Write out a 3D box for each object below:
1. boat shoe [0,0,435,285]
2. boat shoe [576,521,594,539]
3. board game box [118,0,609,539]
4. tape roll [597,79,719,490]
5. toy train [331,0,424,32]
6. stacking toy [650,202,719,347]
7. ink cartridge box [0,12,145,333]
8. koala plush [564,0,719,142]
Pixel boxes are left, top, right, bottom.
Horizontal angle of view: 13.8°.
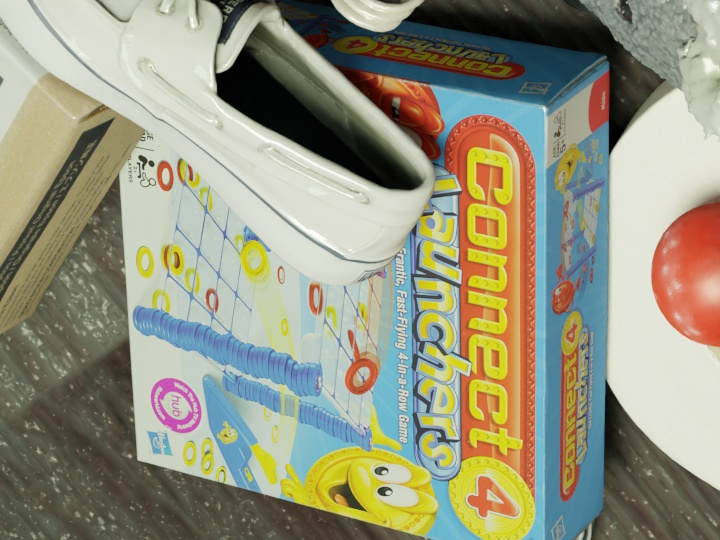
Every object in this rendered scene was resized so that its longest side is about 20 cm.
[{"bbox_3d":[-0.053,-0.082,1.099,0.200,0.074,0.065,38,137,-2],"label":"boat shoe"},{"bbox_3d":[0.034,0.167,1.268,0.073,0.067,0.201,26,121,7],"label":"boat shoe"},{"bbox_3d":[0.000,0.000,1.185,0.195,0.056,0.201,12,118,28],"label":"board game box"},{"bbox_3d":[0.184,0.003,1.152,0.201,0.037,0.204,8,117,16],"label":"tape roll"},{"bbox_3d":[-0.057,-0.158,1.112,0.199,0.151,0.056,27,150,1],"label":"toy train"},{"bbox_3d":[0.197,-0.010,1.076,0.199,0.085,0.086,-12,110,29],"label":"stacking toy"},{"bbox_3d":[-0.188,-0.087,1.189,0.200,0.075,0.165,45,132,11],"label":"ink cartridge box"},{"bbox_3d":[0.122,-0.144,1.013,0.183,0.177,0.201,-15,94,18],"label":"koala plush"}]
